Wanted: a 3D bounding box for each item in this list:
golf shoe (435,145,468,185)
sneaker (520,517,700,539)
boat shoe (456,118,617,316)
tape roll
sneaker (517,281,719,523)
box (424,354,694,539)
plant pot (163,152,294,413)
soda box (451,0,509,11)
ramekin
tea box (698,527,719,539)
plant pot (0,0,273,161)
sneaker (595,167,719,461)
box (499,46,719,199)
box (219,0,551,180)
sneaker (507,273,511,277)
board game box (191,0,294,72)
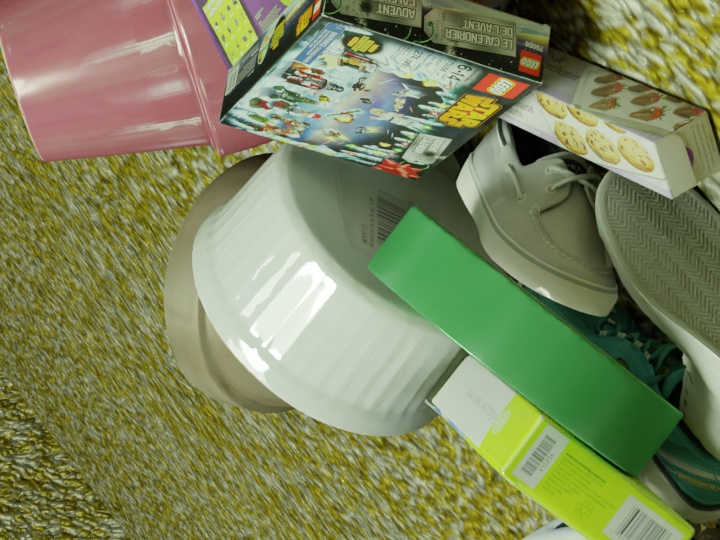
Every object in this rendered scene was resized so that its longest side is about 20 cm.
[{"bbox_3d":[0.010,-0.083,1.743,0.200,0.088,0.077,46,158,31],"label":"golf shoe"},{"bbox_3d":[0.143,0.205,1.581,0.080,0.129,0.199,46,-156,-18],"label":"sneaker"},{"bbox_3d":[0.114,-0.040,1.501,0.072,0.069,0.200,19,-160,-16],"label":"boat shoe"},{"bbox_3d":[0.096,0.040,1.461,0.200,0.048,0.200,39,-178,-2],"label":"tape roll"},{"bbox_3d":[0.180,0.065,1.573,0.200,0.077,0.080,47,147,13],"label":"sneaker"},{"bbox_3d":[0.116,0.116,1.511,0.122,0.048,0.200,37,-179,-15],"label":"box"},{"bbox_3d":[-0.019,0.023,1.882,0.173,0.200,0.201,15,136,43],"label":"plant pot"},{"bbox_3d":[0.053,-0.178,1.477,0.064,0.070,0.200,54,164,7],"label":"soda box"},{"bbox_3d":[0.000,0.000,1.625,0.201,0.200,0.098,53,126,18],"label":"ramekin"},{"bbox_3d":[0.260,0.291,1.602,0.197,0.133,0.200,63,163,-12],"label":"tea box"},{"bbox_3d":[-0.169,-0.167,1.851,0.200,0.178,0.201,162,90,-88],"label":"plant pot"},{"bbox_3d":[0.194,0.038,1.452,0.200,0.074,0.116,54,161,13],"label":"sneaker"},{"bbox_3d":[0.134,-0.092,1.453,0.200,0.039,0.042,33,148,55],"label":"box"},{"bbox_3d":[0.010,-0.115,1.484,0.200,0.136,0.040,143,139,-66],"label":"box"},{"bbox_3d":[0.087,0.048,1.775,0.200,0.078,0.099,55,166,15],"label":"sneaker"},{"bbox_3d":[-0.064,-0.200,1.506,0.120,0.032,0.200,59,155,4],"label":"board game box"}]
